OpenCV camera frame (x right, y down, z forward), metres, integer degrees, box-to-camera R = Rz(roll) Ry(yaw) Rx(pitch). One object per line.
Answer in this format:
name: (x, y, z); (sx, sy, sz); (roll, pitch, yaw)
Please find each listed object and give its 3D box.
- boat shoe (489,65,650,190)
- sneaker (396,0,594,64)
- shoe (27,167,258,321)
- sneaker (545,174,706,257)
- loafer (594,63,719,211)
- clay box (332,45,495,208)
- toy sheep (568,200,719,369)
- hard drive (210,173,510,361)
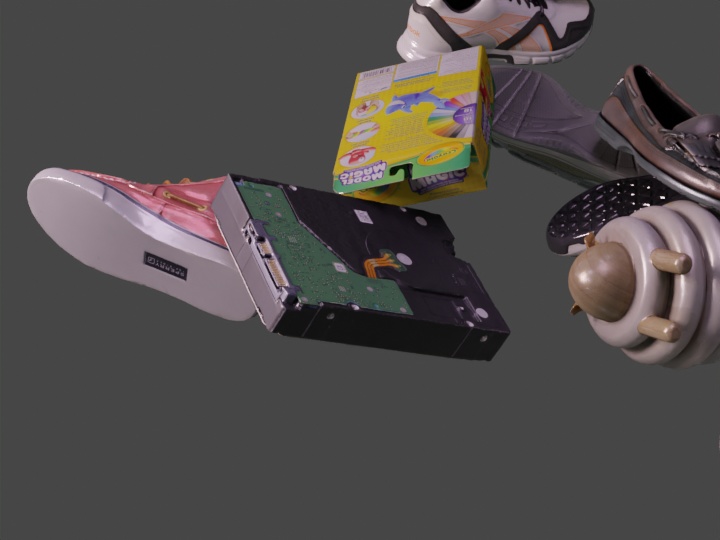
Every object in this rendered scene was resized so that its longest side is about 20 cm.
boat shoe: (0.168, -0.112, 1.385); (0.202, 0.065, 0.074); (25, 63, 24)
sneaker: (0.133, -0.234, 1.491); (0.200, 0.080, 0.074); (-13, 45, -25)
shoe: (-0.146, -0.038, 1.233); (0.200, 0.072, 0.091); (25, 42, 8)
sneaker: (0.250, -0.033, 1.299); (0.200, 0.083, 0.072); (-17, 30, 8)
loafer: (0.245, -0.102, 1.242); (0.072, 0.063, 0.200); (6, 21, -29)
clay box: (0.046, -0.108, 1.311); (0.115, 0.048, 0.200); (-11, 32, 15)
toy sheep: (0.242, 0.012, 1.207); (0.200, 0.138, 0.138); (7, 40, -25)
hard drive: (0.000, 0.000, 1.189); (0.200, 0.038, 0.140); (10, 37, -36)
